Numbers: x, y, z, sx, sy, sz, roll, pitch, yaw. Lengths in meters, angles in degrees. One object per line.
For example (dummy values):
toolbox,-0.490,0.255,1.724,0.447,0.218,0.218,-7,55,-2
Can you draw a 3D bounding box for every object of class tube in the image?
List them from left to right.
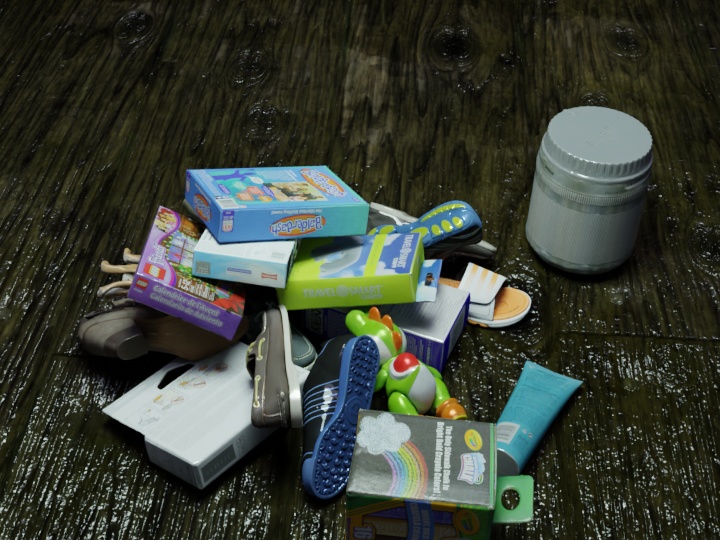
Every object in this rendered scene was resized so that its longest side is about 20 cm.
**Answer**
tube,0.204,0.177,1.377,0.077,0.051,0.200,24,40,17

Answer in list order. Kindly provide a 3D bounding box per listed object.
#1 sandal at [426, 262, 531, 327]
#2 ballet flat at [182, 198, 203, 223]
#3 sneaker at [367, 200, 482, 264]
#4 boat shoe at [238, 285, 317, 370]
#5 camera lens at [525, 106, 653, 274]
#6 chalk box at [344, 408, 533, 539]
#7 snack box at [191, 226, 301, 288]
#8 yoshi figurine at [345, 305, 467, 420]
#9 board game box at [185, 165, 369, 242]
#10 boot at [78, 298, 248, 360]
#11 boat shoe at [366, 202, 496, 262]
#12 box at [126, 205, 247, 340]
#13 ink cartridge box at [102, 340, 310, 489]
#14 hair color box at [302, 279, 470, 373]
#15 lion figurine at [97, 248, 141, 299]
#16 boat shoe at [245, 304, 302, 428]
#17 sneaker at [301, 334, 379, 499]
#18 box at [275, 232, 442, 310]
sandal,0.131,0.023,1.541,0.205,0.060,0.079,10,41,9
ballet flat,-0.164,-0.071,1.637,0.198,0.070,0.070,4,40,2
sneaker,0.079,-0.031,1.560,0.198,0.083,0.071,-19,47,26
boat shoe,-0.136,0.066,1.473,0.199,0.062,0.073,32,48,30
camera lens,0.322,-0.108,1.597,0.158,0.201,0.161,2,40,-1
chalk box,0.087,0.245,1.228,0.198,0.125,0.125,7,39,3
snack box,-0.137,-0.040,1.438,0.115,0.037,0.200,8,24,2
yoshi figurine,0.040,0.139,1.396,0.112,0.112,0.201,-41,62,11
board game box,-0.109,-0.088,1.451,0.198,0.045,0.152,-4,25,-24
boot,-0.260,0.066,1.449,0.198,0.071,0.146,-8,17,-26
boat shoe,0.097,-0.042,1.631,0.199,0.057,0.067,20,7,14
box,-0.209,-0.001,1.416,0.136,0.039,0.200,23,24,-13
ink cartridge box,-0.183,0.163,1.372,0.173,0.044,0.200,19,41,38
hair color box,0.034,0.055,1.495,0.198,0.065,0.110,18,42,16
lion figurine,-0.261,0.011,1.473,0.121,0.073,0.200,9,18,2
boat shoe,-0.106,0.111,1.334,0.059,0.072,0.201,-7,37,-5
sneaker,-0.037,0.171,1.334,0.078,0.070,0.201,-7,57,47
box,0.000,0.000,1.445,0.198,0.048,0.122,-3,27,11
